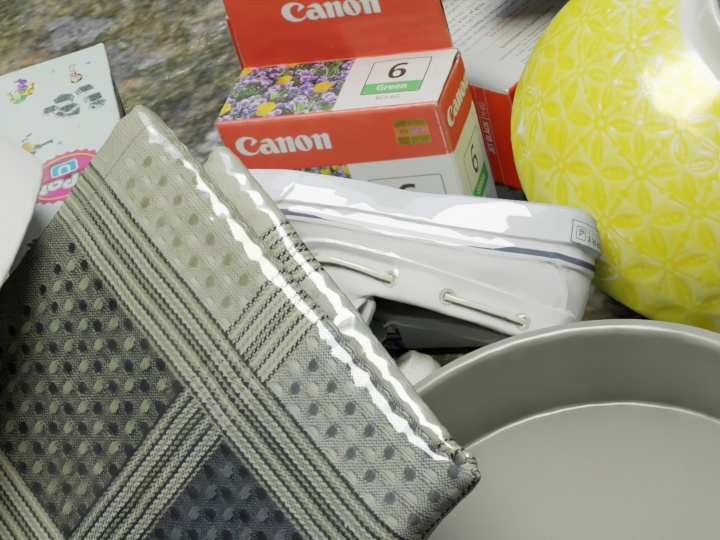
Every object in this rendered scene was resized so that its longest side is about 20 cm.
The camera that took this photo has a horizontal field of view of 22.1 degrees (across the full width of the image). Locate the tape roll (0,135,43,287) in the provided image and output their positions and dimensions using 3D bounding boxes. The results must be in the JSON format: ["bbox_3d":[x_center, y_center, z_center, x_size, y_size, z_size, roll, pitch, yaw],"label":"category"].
[{"bbox_3d":[-0.203,0.026,0.724,0.203,0.070,0.203,-50,19,24],"label":"tape roll"}]

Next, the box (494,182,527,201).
[{"bbox_3d":[0.113,-0.056,0.926,0.198,0.039,0.042,-5,38,19],"label":"box"}]

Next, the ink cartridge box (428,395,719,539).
[{"bbox_3d":[0.100,0.120,0.698,0.199,0.041,0.200,18,50,38],"label":"ink cartridge box"}]

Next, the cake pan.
[{"bbox_3d":[0.080,0.098,0.668,0.198,0.037,0.201,-12,38,9],"label":"cake pan"}]

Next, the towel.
[{"bbox_3d":[-0.073,0.069,0.677,0.200,0.034,0.193,48,111,25],"label":"towel"}]

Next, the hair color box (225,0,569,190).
[{"bbox_3d":[0.036,-0.113,0.951,0.199,0.062,0.101,22,51,41],"label":"hair color box"}]

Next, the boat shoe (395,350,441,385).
[{"bbox_3d":[-0.035,0.093,0.749,0.200,0.068,0.075,-46,1,-33],"label":"boat shoe"}]

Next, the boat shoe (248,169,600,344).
[{"bbox_3d":[0.000,0.000,0.781,0.198,0.074,0.068,4,79,21],"label":"boat shoe"}]

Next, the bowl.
[{"bbox_3d":[0.173,-0.080,0.801,0.198,0.108,0.202,5,57,-7],"label":"bowl"}]

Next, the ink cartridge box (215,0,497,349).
[{"bbox_3d":[-0.002,-0.055,0.837,0.108,0.201,0.051,-3,37,21],"label":"ink cartridge box"}]

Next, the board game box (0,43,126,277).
[{"bbox_3d":[-0.114,0.011,0.848,0.064,0.149,0.201,-18,36,-2],"label":"board game box"}]
